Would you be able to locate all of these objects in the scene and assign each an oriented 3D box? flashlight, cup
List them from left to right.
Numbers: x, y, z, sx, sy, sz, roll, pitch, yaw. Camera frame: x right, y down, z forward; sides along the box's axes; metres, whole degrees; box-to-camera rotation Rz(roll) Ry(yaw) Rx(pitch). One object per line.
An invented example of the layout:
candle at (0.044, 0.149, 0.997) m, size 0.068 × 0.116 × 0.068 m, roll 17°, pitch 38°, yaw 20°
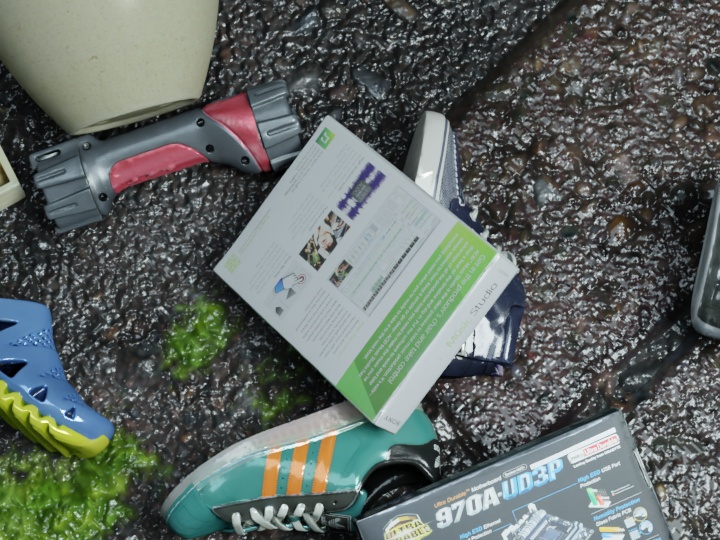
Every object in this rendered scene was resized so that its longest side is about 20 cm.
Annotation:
cup at (-0.184, -0.182, 1.422) m, size 0.199 × 0.200 × 0.144 m, roll -17°, pitch 91°, yaw -2°
flashlight at (-0.139, -0.081, 1.440) m, size 0.199 × 0.068 × 0.068 m, roll -20°, pitch 46°, yaw 0°

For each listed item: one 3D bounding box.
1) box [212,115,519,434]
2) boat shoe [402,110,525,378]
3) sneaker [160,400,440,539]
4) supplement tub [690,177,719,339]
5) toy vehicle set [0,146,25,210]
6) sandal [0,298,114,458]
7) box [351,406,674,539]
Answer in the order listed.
box at (0.000, 0.000, 1.359) m, size 0.145 × 0.036 × 0.200 m, roll -53°, pitch 51°, yaw 5°
boat shoe at (0.073, -0.014, 1.406) m, size 0.092 × 0.075 × 0.202 m, roll 10°, pitch 72°, yaw -9°
sneaker at (-0.038, 0.151, 1.347) m, size 0.199 × 0.071 × 0.080 m, roll -23°, pitch 67°, yaw -6°
supplement tub at (0.337, 0.004, 1.349) m, size 0.198 × 0.123 × 0.123 m, roll 12°, pitch 72°, yaw 7°
toy vehicle set at (-0.367, -0.064, 1.464) m, size 0.199 × 0.027 × 0.125 m, roll -29°, pitch 72°, yaw -7°
sandal at (-0.251, 0.057, 1.392) m, size 0.200 × 0.080 × 0.087 m, roll 37°, pitch 74°, yaw 13°
box at (0.114, 0.203, 1.311) m, size 0.199 × 0.046 × 0.160 m, roll -23°, pitch 89°, yaw -4°
